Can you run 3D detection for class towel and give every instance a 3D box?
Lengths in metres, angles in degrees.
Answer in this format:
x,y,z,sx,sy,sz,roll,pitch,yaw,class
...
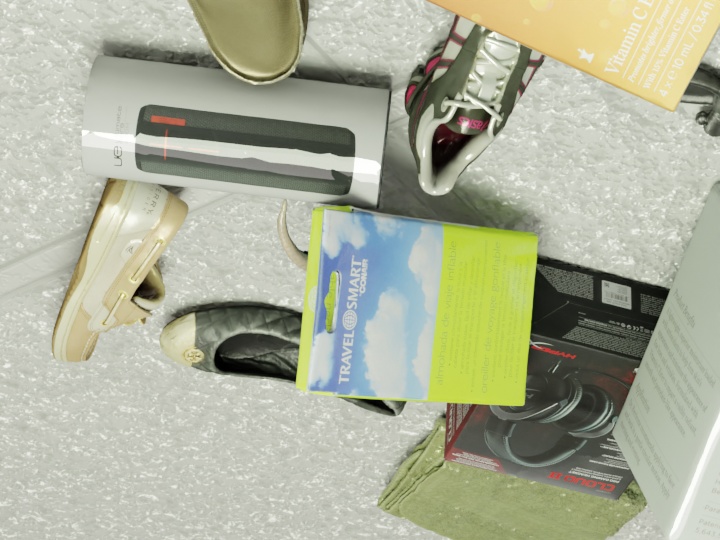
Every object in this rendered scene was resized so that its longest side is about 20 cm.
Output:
x,y,z,sx,sy,sz,roll,pitch,yaw,class
0.127,0.189,1.606,0.199,0.037,0.149,21,139,-16,towel

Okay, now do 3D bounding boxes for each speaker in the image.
x,y,z,sx,sy,sz,roll,pitch,yaw,class
-0.082,-0.091,1.253,0.198,0.082,0.082,7,142,0,speaker

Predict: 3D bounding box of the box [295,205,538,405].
x,y,z,sx,sy,sz,roll,pitch,yaw,class
0.033,0.026,1.277,0.199,0.123,0.047,6,178,-41,box

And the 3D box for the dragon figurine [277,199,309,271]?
x,y,z,sx,sy,sz,roll,pitch,yaw,class
0.000,0.000,1.349,0.200,0.100,0.059,37,121,-28,dragon figurine

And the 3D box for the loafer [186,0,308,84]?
x,y,z,sx,sy,sz,roll,pitch,yaw,class
-0.076,-0.179,1.150,0.075,0.068,0.201,-1,141,10,loafer

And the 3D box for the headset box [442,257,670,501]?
x,y,z,sx,sy,sz,roll,pitch,yaw,class
0.156,0.090,1.445,0.148,0.078,0.201,15,139,-10,headset box

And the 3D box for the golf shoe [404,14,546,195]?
x,y,z,sx,sy,sz,roll,pitch,yaw,class
0.084,-0.130,1.175,0.077,0.089,0.201,16,139,-9,golf shoe

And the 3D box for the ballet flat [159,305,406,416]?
x,y,z,sx,sy,sz,roll,pitch,yaw,class
-0.056,0.068,1.465,0.198,0.057,0.067,8,141,-2,ballet flat

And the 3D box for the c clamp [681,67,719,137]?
x,y,z,sx,sy,sz,roll,pitch,yaw,class
0.226,-0.154,1.176,0.169,0.027,0.201,12,143,2,c clamp

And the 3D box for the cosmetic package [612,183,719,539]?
x,y,z,sx,sy,sz,roll,pitch,yaw,class
0.291,0.077,1.276,0.164,0.165,0.201,16,109,-12,cosmetic package

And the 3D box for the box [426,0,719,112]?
x,y,z,sx,sy,sz,roll,pitch,yaw,class
0.112,-0.195,1.032,0.199,0.098,0.125,24,133,2,box

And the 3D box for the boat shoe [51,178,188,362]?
x,y,z,sx,sy,sz,roll,pitch,yaw,class
-0.175,0.009,1.396,0.069,0.074,0.200,20,139,-8,boat shoe
